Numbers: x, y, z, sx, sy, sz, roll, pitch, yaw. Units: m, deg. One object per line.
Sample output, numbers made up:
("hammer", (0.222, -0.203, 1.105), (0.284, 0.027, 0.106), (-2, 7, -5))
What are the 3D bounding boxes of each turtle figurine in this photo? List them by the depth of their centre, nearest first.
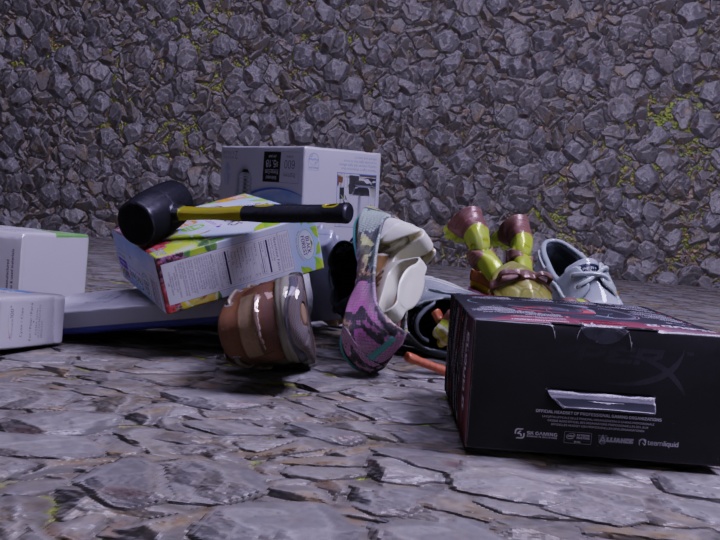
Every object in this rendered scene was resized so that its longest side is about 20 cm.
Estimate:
("turtle figurine", (0.120, 0.017, 0.819), (0.196, 0.065, 0.163), (-4, 48, -13))

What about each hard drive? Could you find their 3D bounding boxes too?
("hard drive", (-0.180, 0.032, 0.882), (0.196, 0.026, 0.132), (-5, 5, 2))

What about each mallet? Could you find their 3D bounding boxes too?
("mallet", (-0.096, -0.049, 0.781), (0.196, 0.042, 0.066), (-1, 21, 16))

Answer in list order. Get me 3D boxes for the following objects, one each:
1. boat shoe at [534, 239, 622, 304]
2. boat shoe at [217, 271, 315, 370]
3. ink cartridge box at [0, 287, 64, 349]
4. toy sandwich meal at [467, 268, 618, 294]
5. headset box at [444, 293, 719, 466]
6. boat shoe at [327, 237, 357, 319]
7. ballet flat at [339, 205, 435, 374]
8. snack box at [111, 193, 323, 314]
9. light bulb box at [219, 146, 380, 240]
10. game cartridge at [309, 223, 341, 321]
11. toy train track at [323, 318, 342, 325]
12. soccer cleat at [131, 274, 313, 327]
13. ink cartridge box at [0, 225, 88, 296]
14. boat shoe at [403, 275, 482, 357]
("boat shoe", (0.228, 0.022, 1.011), (0.069, 0.073, 0.201), (-5, 23, -11))
("boat shoe", (-0.073, 0.040, 0.740), (0.070, 0.077, 0.200), (-10, -8, -3))
("ink cartridge box", (-0.360, 0.034, 0.749), (0.196, 0.046, 0.176), (5, 2, 15))
("toy sandwich meal", (0.215, 0.041, 1.159), (0.201, 0.072, 0.205), (4, 3, 0))
("headset box", (0.131, 0.062, 0.604), (0.145, 0.077, 0.200), (4, 3, 0))
("boat shoe", (-0.002, 0.002, 0.935), (0.066, 0.074, 0.201), (42, 25, -21))
("ballet flat", (0.028, 0.003, 0.824), (0.071, 0.069, 0.202), (-31, 28, 27))
("snack box", (-0.133, -0.021, 0.866), (0.140, 0.054, 0.199), (-16, 15, -22))
("light bulb box", (-0.082, -0.051, 1.225), (0.123, 0.204, 0.197), (0, 5, -38))
("game cartridge", (-0.106, 0.002, 1.047), (0.196, 0.041, 0.134), (3, -36, 19))
("toy train track", (0.050, 0.057, 1.060), (0.196, 0.033, 0.114), (-1, 8, 22))
("soccer cleat", (-0.142, 0.014, 0.989), (0.196, 0.088, 0.070), (4, 4, 8))
("ink cartridge box", (-0.410, -0.006, 1.022), (0.196, 0.086, 0.145), (5, 3, 10))
("boat shoe", (0.073, 0.044, 0.910), (0.198, 0.072, 0.071), (10, 3, 39))
